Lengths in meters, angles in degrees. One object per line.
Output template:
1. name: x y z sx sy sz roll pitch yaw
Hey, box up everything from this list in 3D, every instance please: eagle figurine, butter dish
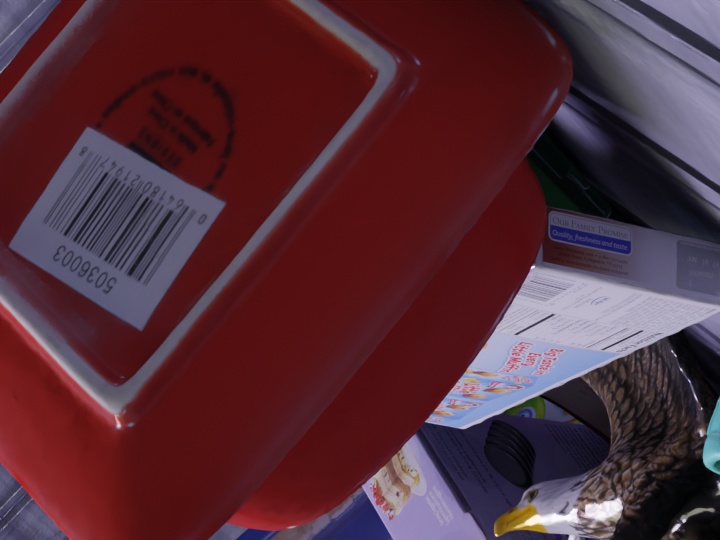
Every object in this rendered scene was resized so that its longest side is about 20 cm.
1. eagle figurine: 0.116 0.065 0.939 0.150 0.201 0.152 8 132 7
2. butter dish: -0.025 -0.005 0.775 0.200 0.200 0.148 40 179 42

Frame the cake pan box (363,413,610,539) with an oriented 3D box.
1. cake pan box: 0.114 0.149 1.115 0.184 0.052 0.200 7 -143 -41

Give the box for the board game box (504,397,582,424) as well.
1. board game box: 0.141 0.107 1.347 0.105 0.103 0.200 43 178 -30

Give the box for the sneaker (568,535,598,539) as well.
1. sneaker: 0.168 0.121 1.054 0.099 0.070 0.200 29 -158 35

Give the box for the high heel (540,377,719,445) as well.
1. high heel: 0.102 0.026 1.157 0.200 0.067 0.096 55 -157 -7

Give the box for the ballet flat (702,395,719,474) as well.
1. ballet flat: 0.188 0.101 0.783 0.200 0.070 0.067 41 177 22

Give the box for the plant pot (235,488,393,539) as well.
1. plant pot: 0.026 0.191 1.248 0.200 0.200 0.180 45 161 17

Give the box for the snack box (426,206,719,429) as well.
1. snack box: 0.047 0.021 0.865 0.072 0.024 0.200 10 161 -21

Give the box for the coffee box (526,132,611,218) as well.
1. coffee box: -0.003 -0.080 0.939 0.200 0.044 0.123 41 179 41
